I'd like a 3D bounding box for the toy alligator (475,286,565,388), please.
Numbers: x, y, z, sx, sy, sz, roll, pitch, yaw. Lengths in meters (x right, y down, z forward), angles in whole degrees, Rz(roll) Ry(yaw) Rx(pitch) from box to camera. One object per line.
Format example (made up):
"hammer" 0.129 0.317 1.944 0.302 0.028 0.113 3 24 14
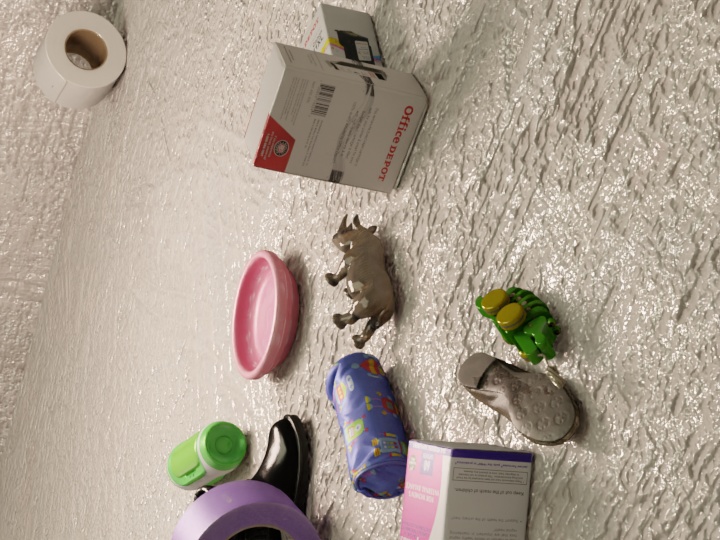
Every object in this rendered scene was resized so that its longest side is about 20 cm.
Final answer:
"toy alligator" 0.178 0.059 1.412 0.054 0.059 0.200 -38 29 -3

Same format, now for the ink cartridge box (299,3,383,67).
"ink cartridge box" -0.033 -0.254 1.944 0.146 0.082 0.201 122 147 -43

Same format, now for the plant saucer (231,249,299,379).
"plant saucer" -0.145 0.070 2.135 0.200 0.051 0.202 -173 90 -66

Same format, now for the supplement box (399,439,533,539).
"supplement box" 0.106 0.283 1.440 0.101 0.103 0.202 176 99 -65

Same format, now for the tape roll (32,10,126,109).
"tape roll" -0.685 -0.512 3.352 0.139 0.201 0.204 148 126 -60

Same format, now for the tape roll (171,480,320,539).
"tape roll" -0.155 0.394 1.870 0.085 0.199 0.201 31 111 63

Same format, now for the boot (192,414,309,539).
"boot" -0.159 0.306 1.956 0.079 0.157 0.213 162 114 -64

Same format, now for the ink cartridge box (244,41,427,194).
"ink cartridge box" -0.033 -0.196 1.785 0.083 0.199 0.147 -114 39 -55

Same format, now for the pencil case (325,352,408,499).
"pencil case" 0.008 0.194 1.712 0.087 0.078 0.201 -38 40 17

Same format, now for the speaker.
"speaker" -0.256 0.307 2.267 0.200 0.088 0.089 143 130 -58

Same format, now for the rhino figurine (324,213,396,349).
"rhino figurine" 0.000 0.000 1.814 0.087 0.060 0.201 -41 42 29

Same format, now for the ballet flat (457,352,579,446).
"ballet flat" 0.168 0.136 1.425 0.067 0.046 0.200 -51 29 -8
